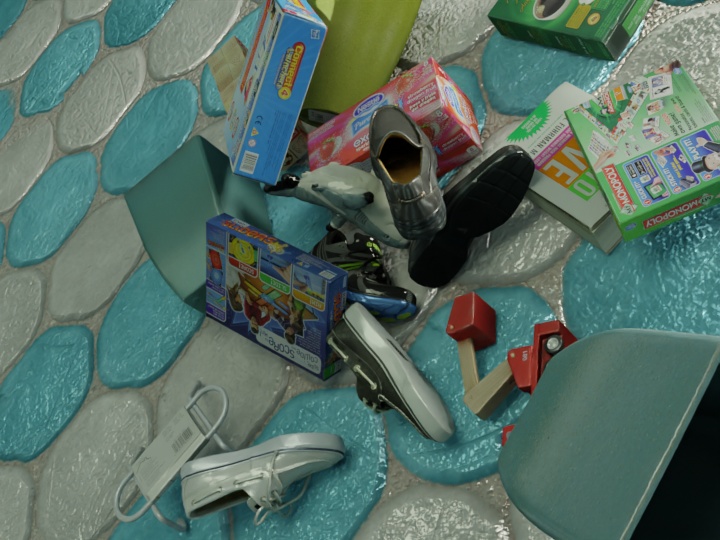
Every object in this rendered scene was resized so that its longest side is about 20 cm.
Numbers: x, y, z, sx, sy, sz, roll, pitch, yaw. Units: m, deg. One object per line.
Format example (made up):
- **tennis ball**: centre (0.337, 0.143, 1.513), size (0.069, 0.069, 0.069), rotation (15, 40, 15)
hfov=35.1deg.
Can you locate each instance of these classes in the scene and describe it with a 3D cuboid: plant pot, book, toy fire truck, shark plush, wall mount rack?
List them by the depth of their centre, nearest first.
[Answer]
- **plant pot**: centre (0.230, 0.164, 0.945), size (0.199, 0.195, 0.198), rotation (16, 71, 55)
- **toy fire truck**: centre (0.152, 0.112, 1.152), size (0.140, 0.049, 0.202), rotation (-15, 53, 34)
- **book**: centre (0.245, -0.120, 1.247), size (0.134, 0.048, 0.200), rotation (-45, 40, -2)
- **shark plush**: centre (-0.034, -0.076, 1.343), size (0.197, 0.084, 0.091), rotation (5, 33, 18)
- **wall mount rack**: centre (-0.225, 0.218, 1.397), size (0.200, 0.074, 0.174), rotation (-48, 45, 3)
- **plant pot**: centre (-0.201, -0.042, 1.514), size (0.141, 0.141, 0.201), rotation (-36, 50, 15)
- **plant pot**: centre (-0.024, -0.296, 1.530), size (0.186, 0.186, 0.203), rotation (4, 78, 43)

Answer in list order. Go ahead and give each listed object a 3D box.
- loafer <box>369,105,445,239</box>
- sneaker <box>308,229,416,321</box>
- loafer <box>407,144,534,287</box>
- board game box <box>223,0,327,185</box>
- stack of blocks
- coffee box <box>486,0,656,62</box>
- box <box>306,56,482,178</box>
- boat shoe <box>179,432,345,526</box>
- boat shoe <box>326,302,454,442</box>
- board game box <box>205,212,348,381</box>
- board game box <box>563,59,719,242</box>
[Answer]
- **loafer**: centre (0.047, -0.126, 1.245), size (0.072, 0.073, 0.201), rotation (-20, 44, 1)
- **sneaker**: centre (0.000, 0.000, 1.351), size (0.083, 0.070, 0.199), rotation (-58, 38, 0)
- **loafer**: centre (0.116, -0.072, 1.274), size (0.200, 0.072, 0.073), rotation (-47, 33, 28)
- **board game box**: centre (-0.110, -0.232, 1.404), size (0.196, 0.055, 0.202), rotation (-113, 41, -66)
- **stack of blocks**: centre (-0.145, -0.241, 1.622), size (0.058, 0.115, 0.201), rotation (-40, 37, 11)
- **coffee box**: centre (0.260, -0.329, 1.380), size (0.199, 0.044, 0.124), rotation (26, 79, 48)
- **box**: centre (0.040, -0.159, 1.410), size (0.199, 0.100, 0.096), rotation (-29, 45, 23)
- **boat shoe**: centre (-0.108, 0.240, 1.259), size (0.200, 0.075, 0.087), rotation (-14, 60, 12)
- **boat shoe**: centre (0.030, 0.122, 1.228), size (0.064, 0.071, 0.200), rotation (-46, 49, 9)
- **board game box**: centre (-0.104, 0.030, 1.346), size (0.199, 0.137, 0.034), rotation (26, 36, 31)
- **board game box**: centre (0.298, -0.126, 1.158), size (0.133, 0.029, 0.201), rotation (-24, 41, 11)
